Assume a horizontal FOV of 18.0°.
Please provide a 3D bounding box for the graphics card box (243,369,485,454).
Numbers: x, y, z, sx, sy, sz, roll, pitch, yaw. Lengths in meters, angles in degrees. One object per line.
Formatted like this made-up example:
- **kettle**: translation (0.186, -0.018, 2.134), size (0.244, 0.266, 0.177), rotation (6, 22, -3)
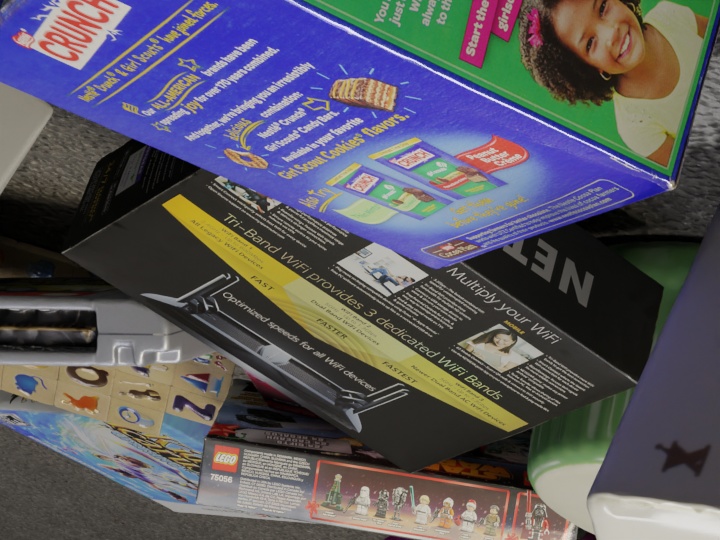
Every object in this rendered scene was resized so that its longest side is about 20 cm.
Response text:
- **graphics card box**: translation (-0.002, 0.033, 1.138), size (0.125, 0.051, 0.200), rotation (12, 161, 13)

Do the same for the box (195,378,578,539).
- **box**: translation (0.018, 0.106, 1.232), size (0.199, 0.040, 0.137), rotation (9, -170, 2)

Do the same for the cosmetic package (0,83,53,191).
- **cosmetic package**: translation (-0.209, -0.030, 1.030), size (0.074, 0.102, 0.200), rotation (37, 158, -9)

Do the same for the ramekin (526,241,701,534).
- **ramekin**: translation (0.170, 0.072, 1.018), size (0.199, 0.098, 0.200), rotation (15, 162, 5)

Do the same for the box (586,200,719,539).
- **box**: translation (0.207, 0.070, 0.742), size (0.199, 0.199, 0.172), rotation (5, 135, 29)

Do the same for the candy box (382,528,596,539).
- **candy box**: translation (0.124, 0.162, 1.283), size (0.199, 0.061, 0.136), rotation (0, -161, 42)

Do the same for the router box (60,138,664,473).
- **router box**: translation (0.000, 0.000, 0.945), size (0.200, 0.052, 0.157), rotation (34, 145, -24)

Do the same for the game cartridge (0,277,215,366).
- **game cartridge**: translation (-0.165, 0.025, 1.179), size (0.199, 0.041, 0.133), rotation (0, -179, 18)

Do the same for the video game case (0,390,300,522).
- **video game case**: translation (-0.123, 0.112, 1.500), size (0.181, 0.046, 0.200), rotation (-2, 154, 43)

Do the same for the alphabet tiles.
- **alphabet tiles**: translation (-0.170, 0.037, 1.306), size (0.199, 0.006, 0.167), rotation (17, 147, -1)

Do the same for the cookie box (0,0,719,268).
- **cookie box**: translation (-0.011, -0.081, 0.755), size (0.199, 0.076, 0.171), rotation (23, 162, -21)
